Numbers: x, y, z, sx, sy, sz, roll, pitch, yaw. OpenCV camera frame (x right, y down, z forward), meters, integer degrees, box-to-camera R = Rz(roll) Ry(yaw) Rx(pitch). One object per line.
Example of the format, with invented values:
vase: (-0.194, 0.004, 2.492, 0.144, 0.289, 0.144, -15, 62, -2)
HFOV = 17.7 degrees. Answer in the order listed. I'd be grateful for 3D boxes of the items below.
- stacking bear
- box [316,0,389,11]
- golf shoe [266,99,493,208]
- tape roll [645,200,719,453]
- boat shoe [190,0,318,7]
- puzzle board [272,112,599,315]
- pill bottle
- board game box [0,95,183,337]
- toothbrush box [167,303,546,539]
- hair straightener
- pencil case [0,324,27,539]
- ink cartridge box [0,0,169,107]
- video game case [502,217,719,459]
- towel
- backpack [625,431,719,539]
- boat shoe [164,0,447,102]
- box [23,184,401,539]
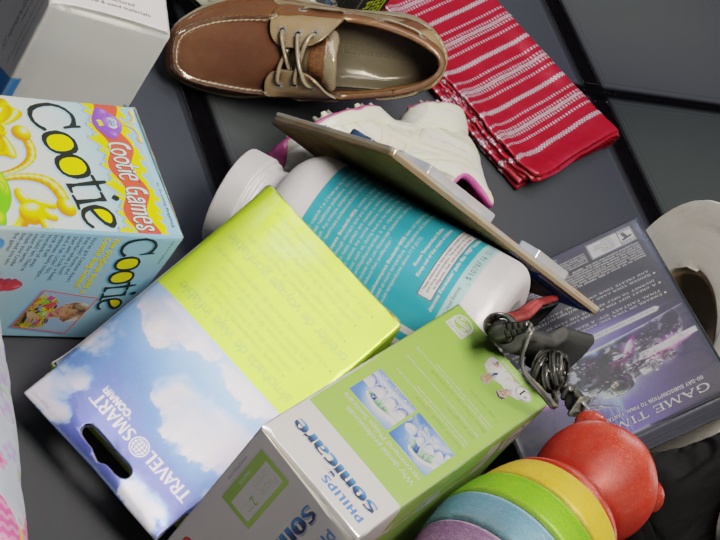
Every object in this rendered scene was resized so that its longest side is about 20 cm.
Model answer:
stacking bear: (0.099, 0.158, 1.328, 0.121, 0.114, 0.200, 45, 50, 8)
box: (-0.044, -0.274, 1.670, 0.200, 0.160, 0.044, 50, 42, 14)
golf shoe: (0.016, -0.065, 1.592, 0.199, 0.075, 0.092, -11, 64, -42)
tape roll: (0.232, 0.057, 1.542, 0.070, 0.203, 0.204, 18, 44, -24)
boat shoe: (-0.090, -0.207, 1.640, 0.201, 0.072, 0.060, 38, 22, -15)
puzzle board: (0.050, -0.040, 1.496, 0.200, 0.017, 0.150, 35, -9, -33)
pill bottle: (0.000, 0.000, 1.468, 0.199, 0.111, 0.111, 30, 38, 11)
board game box: (-0.223, -0.033, 1.346, 0.199, 0.105, 0.104, 3, 51, -37)
toothbrush box: (-0.006, 0.123, 1.337, 0.086, 0.146, 0.200, 47, 40, 9)
hair straightener: (0.118, 0.050, 1.397, 0.077, 0.041, 0.200, 48, 6, 9)
pencil case: (-0.227, 0.101, 1.231, 0.091, 0.083, 0.201, 34, 33, -42)
ink cartridge box: (-0.192, -0.182, 1.477, 0.085, 0.147, 0.201, 12, 46, -27)
video game case: (0.150, 0.053, 1.508, 0.201, 0.142, 0.019, -112, 176, -53)
towel: (0.103, -0.155, 1.783, 0.200, 0.023, 0.144, 49, 39, 12)
backpack: (0.225, 0.202, 1.388, 0.126, 0.166, 0.201, 39, 37, -36)
boat shoe: (-0.035, -0.151, 1.585, 0.198, 0.076, 0.072, -2, 11, -10)
box: (-0.087, 0.057, 1.362, 0.200, 0.048, 0.122, -41, 81, -21)
